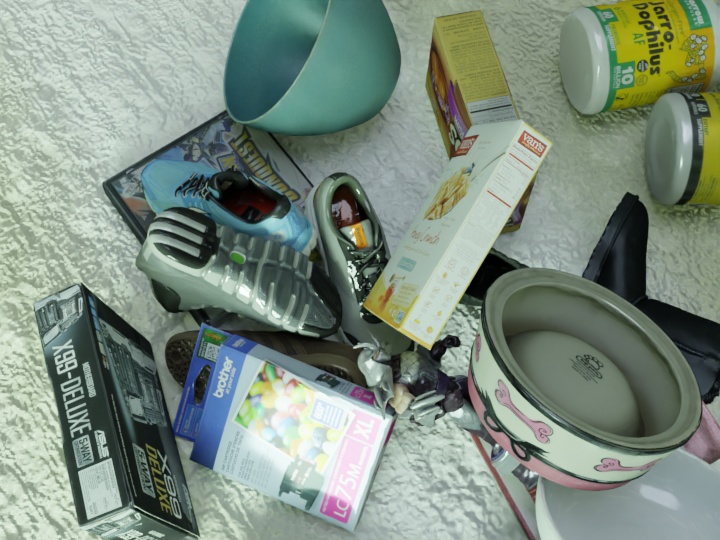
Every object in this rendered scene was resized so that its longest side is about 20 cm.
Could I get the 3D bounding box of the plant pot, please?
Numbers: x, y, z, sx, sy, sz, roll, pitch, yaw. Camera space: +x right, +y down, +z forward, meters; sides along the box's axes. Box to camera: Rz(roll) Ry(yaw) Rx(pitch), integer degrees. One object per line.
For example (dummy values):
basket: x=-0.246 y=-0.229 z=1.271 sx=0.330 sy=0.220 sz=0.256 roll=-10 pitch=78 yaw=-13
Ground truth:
plant pot: x=-0.036 y=-0.225 z=1.092 sx=0.133 sy=0.199 sz=0.203 roll=20 pitch=57 yaw=-33

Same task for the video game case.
video game case: x=-0.139 y=-0.061 z=1.078 sx=0.179 sy=0.026 sz=0.201 roll=-33 pitch=69 yaw=-17

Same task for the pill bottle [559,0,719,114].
pill bottle: x=0.327 y=-0.241 z=1.139 sx=0.196 sy=0.113 sz=0.114 roll=-10 pitch=63 yaw=-8

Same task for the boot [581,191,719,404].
boot: x=0.289 y=0.039 z=1.018 sx=0.160 sy=0.074 sz=0.200 roll=25 pitch=72 yaw=13

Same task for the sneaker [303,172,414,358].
sneaker: x=0.000 y=0.000 z=1.012 sx=0.073 sy=0.079 sz=0.203 roll=-19 pitch=82 yaw=-17

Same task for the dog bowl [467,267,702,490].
dog bowl: x=0.175 y=0.092 z=0.861 sx=0.197 sy=0.074 sz=0.202 roll=17 pitch=36 yaw=-12

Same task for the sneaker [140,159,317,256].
sneaker: x=-0.132 y=-0.076 z=1.013 sx=0.197 sy=0.090 sz=0.079 roll=20 pitch=63 yaw=24

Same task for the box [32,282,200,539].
box: x=-0.208 y=0.133 z=0.900 sx=0.049 sy=0.158 sz=0.202 roll=-22 pitch=64 yaw=3

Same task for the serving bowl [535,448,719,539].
serving bowl: x=0.229 y=0.221 z=0.840 sx=0.196 sy=0.067 sz=0.201 roll=11 pitch=32 yaw=-7

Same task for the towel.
towel: x=0.213 y=0.151 z=0.950 sx=0.198 sy=0.023 sz=0.145 roll=-32 pitch=70 yaw=6

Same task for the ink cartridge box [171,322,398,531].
ink cartridge box: x=-0.075 y=0.138 z=0.935 sx=0.197 sy=0.042 sz=0.121 roll=22 pitch=107 yaw=11

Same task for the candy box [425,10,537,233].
candy box: x=0.121 y=-0.151 z=1.084 sx=0.055 sy=0.117 sz=0.203 roll=-10 pitch=64 yaw=-7

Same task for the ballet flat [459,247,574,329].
ballet flat: x=0.131 y=0.008 z=1.012 sx=0.198 sy=0.057 sz=0.067 roll=23 pitch=77 yaw=35

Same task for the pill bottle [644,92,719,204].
pill bottle: x=0.406 y=-0.126 z=1.084 sx=0.196 sy=0.115 sz=0.116 roll=-1 pitch=63 yaw=-3

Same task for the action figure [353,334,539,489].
action figure: x=0.082 y=0.107 z=0.911 sx=0.198 sy=0.070 sz=0.131 roll=26 pitch=32 yaw=-8

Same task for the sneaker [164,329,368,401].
sneaker: x=-0.085 y=0.090 z=0.989 sx=0.196 sy=0.072 sz=0.076 roll=10 pitch=20 yaw=13

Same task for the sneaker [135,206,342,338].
sneaker: x=-0.119 y=0.016 z=0.980 sx=0.198 sy=0.115 sz=0.076 roll=29 pitch=55 yaw=-18

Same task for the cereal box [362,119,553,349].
cereal box: x=0.080 y=-0.037 z=0.919 sx=0.039 sy=0.144 sz=0.202 roll=31 pitch=88 yaw=-13
